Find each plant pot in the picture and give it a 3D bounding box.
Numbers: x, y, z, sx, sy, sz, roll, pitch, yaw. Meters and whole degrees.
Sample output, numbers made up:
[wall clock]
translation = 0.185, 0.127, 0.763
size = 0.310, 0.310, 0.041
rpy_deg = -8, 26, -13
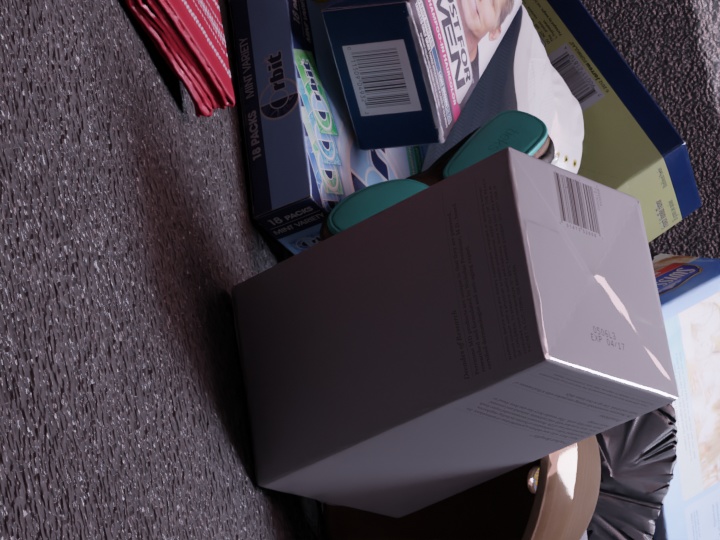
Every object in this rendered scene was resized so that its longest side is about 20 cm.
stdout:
[plant pot]
translation = 0.073, 0.116, 1.528
size = 0.092, 0.201, 0.202
rpy_deg = 12, 57, -36

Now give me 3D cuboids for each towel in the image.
[towel]
translation = -0.110, -0.196, 1.425
size = 0.145, 0.022, 0.201
rpy_deg = 59, 18, -60

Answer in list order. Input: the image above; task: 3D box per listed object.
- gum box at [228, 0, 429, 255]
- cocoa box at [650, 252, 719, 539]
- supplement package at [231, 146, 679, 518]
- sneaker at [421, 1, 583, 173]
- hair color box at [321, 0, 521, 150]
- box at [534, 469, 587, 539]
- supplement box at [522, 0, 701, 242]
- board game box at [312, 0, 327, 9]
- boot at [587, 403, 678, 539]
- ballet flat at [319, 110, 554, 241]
[gum box]
translation = -0.010, -0.067, 1.675
size = 0.200, 0.044, 0.171
rpy_deg = 42, 34, -51
[cocoa box]
translation = 0.192, 0.101, 1.830
size = 0.133, 0.131, 0.201
rpy_deg = -24, 111, -42
[supplement package]
translation = 0.046, 0.038, 1.407
size = 0.121, 0.199, 0.120
rpy_deg = 18, 55, -47
[sneaker]
translation = 0.104, -0.073, 1.769
size = 0.116, 0.073, 0.201
rpy_deg = 51, 41, -37
[hair color box]
translation = 0.042, -0.168, 1.688
size = 0.200, 0.060, 0.101
rpy_deg = -62, 142, -53
[box]
translation = 0.084, 0.202, 1.698
size = 0.200, 0.048, 0.159
rpy_deg = 117, -22, -46
[supplement box]
translation = 0.106, -0.086, 1.922
size = 0.200, 0.199, 0.134
rpy_deg = 56, 0, 22
[board game box]
translation = -0.021, -0.217, 1.783
size = 0.103, 0.104, 0.201
rpy_deg = -89, 163, -57
[boot]
translation = 0.137, 0.163, 1.753
size = 0.162, 0.073, 0.200
rpy_deg = 166, -69, -69
[ballet flat]
translation = 0.050, -0.030, 1.606
size = 0.200, 0.068, 0.069
rpy_deg = -29, 141, -40
